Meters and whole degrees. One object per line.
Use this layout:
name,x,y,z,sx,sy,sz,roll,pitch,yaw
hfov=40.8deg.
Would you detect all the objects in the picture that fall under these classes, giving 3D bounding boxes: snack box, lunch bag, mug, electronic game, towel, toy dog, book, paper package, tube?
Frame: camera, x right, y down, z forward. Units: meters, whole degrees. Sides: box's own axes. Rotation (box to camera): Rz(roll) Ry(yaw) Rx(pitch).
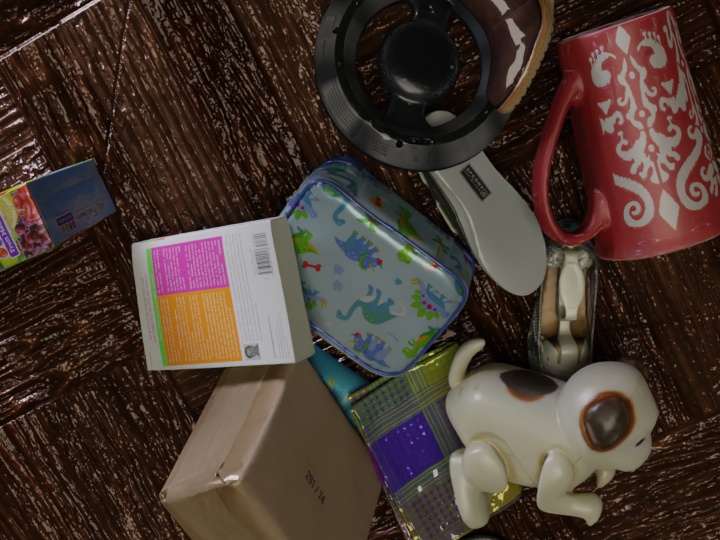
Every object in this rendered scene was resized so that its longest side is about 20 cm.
snack box,-0.361,-0.032,0.945,0.196,0.169,0.069,-21,101,11
lunch bag,0.000,0.000,0.962,0.198,0.083,0.162,35,120,-5
mug,0.243,-0.120,0.879,0.132,0.176,0.204,-5,106,47
electronic game,0.054,-0.192,0.900,0.195,0.042,0.205,1,81,-7
towel,0.083,0.192,1.029,0.142,0.023,0.203,-26,103,-9
toy dog,0.193,0.145,0.941,0.197,0.139,0.198,-14,95,36
book,-0.142,0.026,0.959,0.197,0.048,0.137,-6,98,37
paper package,-0.078,0.211,0.957,0.102,0.192,0.202,-16,121,29
tube,-0.021,0.133,1.035,0.199,0.051,0.078,37,117,-11

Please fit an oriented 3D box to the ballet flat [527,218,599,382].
ballet flat,0.206,0.053,0.978,0.070,0.072,0.205,1,107,4

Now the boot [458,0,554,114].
boot,0.091,-0.255,0.848,0.163,0.072,0.204,15,91,-8

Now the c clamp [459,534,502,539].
c clamp,0.108,0.394,1.111,0.198,0.027,0.173,-29,97,14

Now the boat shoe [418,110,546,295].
boat shoe,0.115,-0.066,0.954,0.070,0.064,0.202,-33,97,-10
